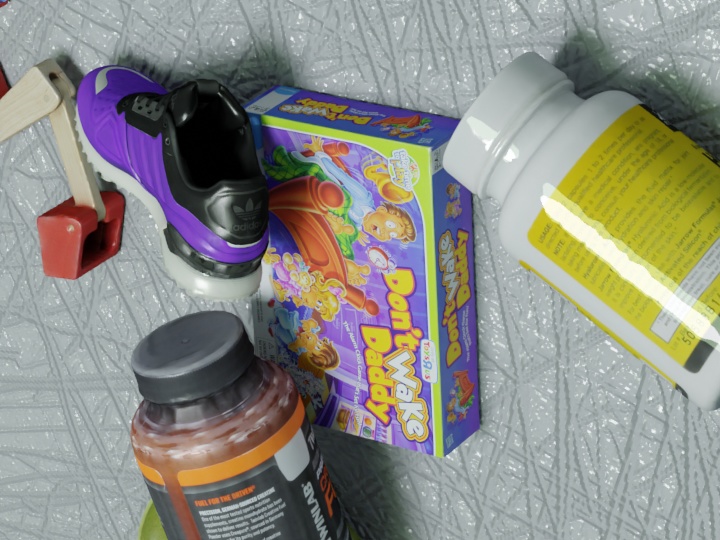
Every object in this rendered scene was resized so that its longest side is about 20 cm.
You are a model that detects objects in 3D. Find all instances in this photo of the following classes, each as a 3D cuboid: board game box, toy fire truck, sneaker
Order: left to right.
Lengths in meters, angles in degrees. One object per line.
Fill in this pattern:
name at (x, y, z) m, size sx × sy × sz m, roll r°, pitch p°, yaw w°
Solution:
toy fire truck at (-0.223, -0.103, 1.829) m, size 0.141 × 0.049 × 0.201 m, roll 12°, pitch 118°, yaw 30°
sneaker at (-0.103, -0.079, 1.706) m, size 0.200 × 0.069 × 0.100 m, roll 52°, pitch 142°, yaw 40°
board game box at (0.000, 0.000, 1.724) m, size 0.134 × 0.045 × 0.201 m, roll 12°, pitch 119°, yaw 31°

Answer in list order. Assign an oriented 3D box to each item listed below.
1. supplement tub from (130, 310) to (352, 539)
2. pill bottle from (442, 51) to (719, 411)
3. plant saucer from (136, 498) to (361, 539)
supplement tub at (-0.073, 0.126, 1.743) m, size 0.107 × 0.107 × 0.201 m, roll 2°, pitch 123°, yaw 35°
pill bottle at (0.145, -0.026, 1.564) m, size 0.200 × 0.111 × 0.111 m, roll 39°, pitch 129°, yaw 13°
plant saucer at (-0.056, 0.209, 1.880) m, size 0.199 × 0.031 × 0.201 m, roll 15°, pitch 120°, yaw 28°
